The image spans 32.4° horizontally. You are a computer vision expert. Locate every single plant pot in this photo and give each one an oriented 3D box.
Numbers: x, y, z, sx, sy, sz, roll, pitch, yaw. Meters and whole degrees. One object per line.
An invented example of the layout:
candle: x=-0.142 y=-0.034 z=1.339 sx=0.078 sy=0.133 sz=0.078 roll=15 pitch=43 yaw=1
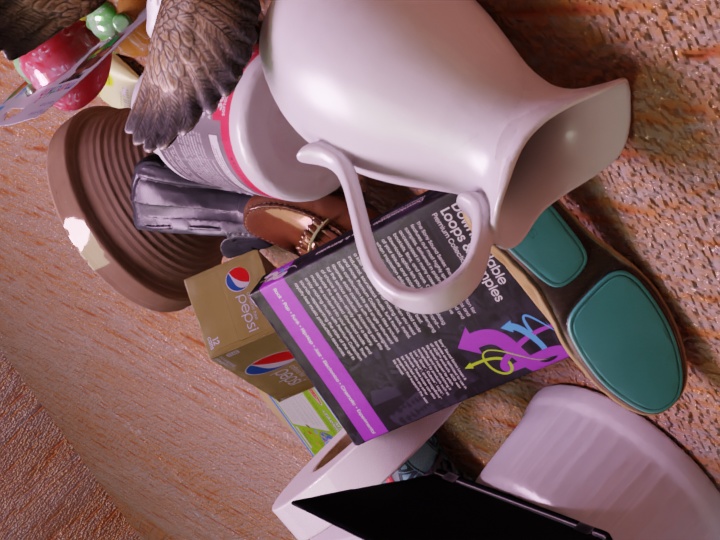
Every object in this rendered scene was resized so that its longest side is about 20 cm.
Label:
plant pot: x=-0.176 y=-0.072 z=1.111 sx=0.092 sy=0.201 sz=0.202 roll=-29 pitch=105 yaw=26

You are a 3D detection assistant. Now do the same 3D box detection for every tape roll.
tape roll: x=0.011 y=0.141 z=1.022 sx=0.037 sy=0.203 sz=0.203 roll=48 pitch=157 yaw=0

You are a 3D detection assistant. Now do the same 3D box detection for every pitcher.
pitcher: x=0.023 y=-0.081 z=0.689 sx=0.199 sy=0.172 sz=0.122 roll=35 pitch=162 yaw=27

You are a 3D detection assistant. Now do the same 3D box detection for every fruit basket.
fruit basket: x=-0.195 y=-0.176 z=0.898 sx=0.094 sy=0.200 sz=0.185 roll=56 pitch=157 yaw=-21

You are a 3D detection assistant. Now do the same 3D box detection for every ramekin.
ramekin: x=0.177 y=0.194 z=0.934 sx=0.200 sy=0.098 sz=0.201 roll=40 pitch=156 yaw=22

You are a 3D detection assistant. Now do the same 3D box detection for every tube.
tube: x=-0.275 y=-0.213 z=1.187 sx=0.199 sy=0.052 sz=0.058 roll=39 pitch=-164 yaw=11

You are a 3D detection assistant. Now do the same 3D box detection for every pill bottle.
pill bottle: x=-0.092 y=-0.116 z=0.920 sx=0.199 sy=0.111 sz=0.111 roll=14 pitch=140 yaw=53

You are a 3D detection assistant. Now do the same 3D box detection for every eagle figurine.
eagle figurine: x=-0.120 y=-0.182 z=0.741 sx=0.150 sy=0.201 sz=0.152 roll=-5 pitch=123 yaw=26

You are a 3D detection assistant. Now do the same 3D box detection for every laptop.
laptop: x=0.084 y=0.216 z=0.861 sx=0.187 sy=0.116 sz=0.201 roll=10 pitch=136 yaw=57

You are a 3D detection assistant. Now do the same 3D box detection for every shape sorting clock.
shape sorting clock: x=-0.041 y=0.145 z=1.327 sx=0.199 sy=0.039 sz=0.201 roll=35 pitch=152 yaw=21

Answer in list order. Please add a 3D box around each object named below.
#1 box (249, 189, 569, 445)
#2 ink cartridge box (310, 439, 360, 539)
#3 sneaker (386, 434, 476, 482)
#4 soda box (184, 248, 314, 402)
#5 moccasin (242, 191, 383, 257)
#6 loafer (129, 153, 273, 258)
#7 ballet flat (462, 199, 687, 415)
box: x=0.041 y=0.028 z=0.859 sx=0.199 sy=0.036 sz=0.144 roll=-25 pitch=109 yaw=28
ink cartridge box: x=0.032 y=0.282 z=1.255 sx=0.083 sy=0.145 sz=0.201 roll=-16 pitch=124 yaw=18
sneaker: x=0.091 y=0.208 z=1.170 sx=0.095 sy=0.080 sz=0.201 roll=-5 pitch=129 yaw=42
soda box: x=-0.074 y=0.050 z=1.003 sx=0.200 sy=0.063 sz=0.068 roll=51 pitch=-163 yaw=-71
moccasin: x=0.000 y=0.001 z=0.918 sx=0.200 sy=0.078 sz=0.074 roll=29 pitch=151 yaw=5
loafer: x=-0.093 y=-0.044 z=1.010 sx=0.198 sy=0.068 sz=0.071 roll=12 pitch=110 yaw=10
ballet flat: x=0.134 y=0.004 z=0.774 sx=0.201 sy=0.068 sz=0.063 roll=51 pitch=-176 yaw=-14
